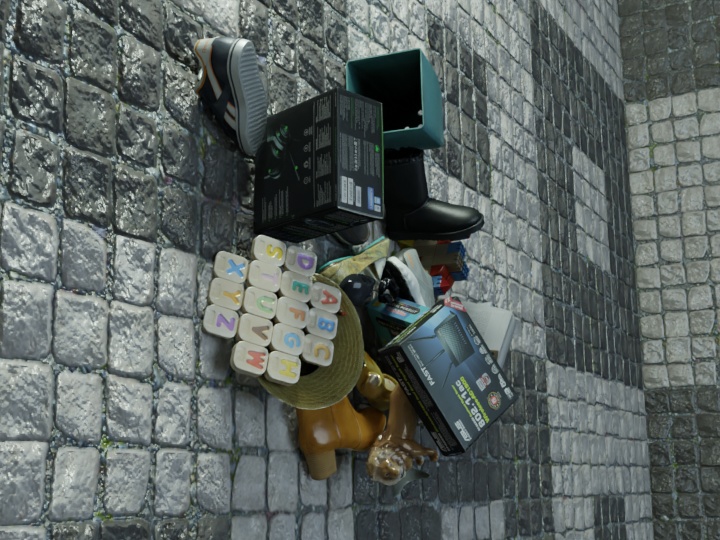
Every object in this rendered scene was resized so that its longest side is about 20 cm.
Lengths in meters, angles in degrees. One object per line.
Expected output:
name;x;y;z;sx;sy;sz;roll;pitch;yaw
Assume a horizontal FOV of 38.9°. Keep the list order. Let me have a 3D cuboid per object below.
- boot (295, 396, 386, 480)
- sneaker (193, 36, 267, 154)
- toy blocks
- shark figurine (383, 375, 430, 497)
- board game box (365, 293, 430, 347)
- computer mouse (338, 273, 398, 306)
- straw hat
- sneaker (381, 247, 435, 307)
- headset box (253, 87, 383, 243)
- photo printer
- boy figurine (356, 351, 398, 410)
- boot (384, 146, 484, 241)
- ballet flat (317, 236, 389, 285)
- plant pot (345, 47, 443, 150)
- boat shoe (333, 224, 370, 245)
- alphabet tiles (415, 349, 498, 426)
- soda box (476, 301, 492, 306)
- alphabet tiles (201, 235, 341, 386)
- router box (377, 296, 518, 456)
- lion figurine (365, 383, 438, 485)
boot;-0.027;0.214;1.567;0.201;0.070;0.146;-35;125;-50
sneaker;-0.179;-0.246;1.409;0.201;0.079;0.079;86;22;-53
toy blocks;0.138;-0.012;1.868;0.100;0.135;0.202;55;40;-41
shark figurine;0.055;0.263;1.742;0.089;0.128;0.217;-4;106;-37
board game box;0.103;0.145;1.748;0.047;0.150;0.201;-37;121;-25
computer mouse;0.020;0.038;1.637;0.199;0.034;0.059;6;114;-63
straw hat;-0.093;0.108;1.454;0.199;0.085;0.203;11;66;-26
sneaker;0.106;0.052;1.774;0.079;0.073;0.202;-41;119;-35
headset box;-0.067;-0.144;1.465;0.092;0.199;0.176;12;72;-43
photo printer;0.192;0.146;1.906;0.201;0.164;0.070;-63;156;-47
boy figurine;0.009;0.155;1.629;0.201;0.064;0.124;54;-3;-30
boot;0.110;-0.138;1.793;0.074;0.196;0.164;-59;140;-53
ballet flat;0.000;0.000;1.675;0.199;0.070;0.072;-27;107;-56
plant pot;0.077;-0.286;1.825;0.200;0.140;0.143;22;64;-66
boat shoe;-0.026;-0.117;1.653;0.201;0.073;0.075;57;38;-39
alphabet tiles;0.151;0.177;1.692;0.198;0.008;0.169;7;96;-39
soda box;0.217;0.142;2.050;0.200;0.068;0.064;-52;128;-52
alphabet tiles;-0.117;0.053;1.400;0.194;0.015;0.202;20;62;-23
router box;0.140;0.163;1.590;0.149;0.062;0.201;-37;97;-36
lion figurine;0.069;0.239;1.599;0.122;0.072;0.202;20;67;-32
